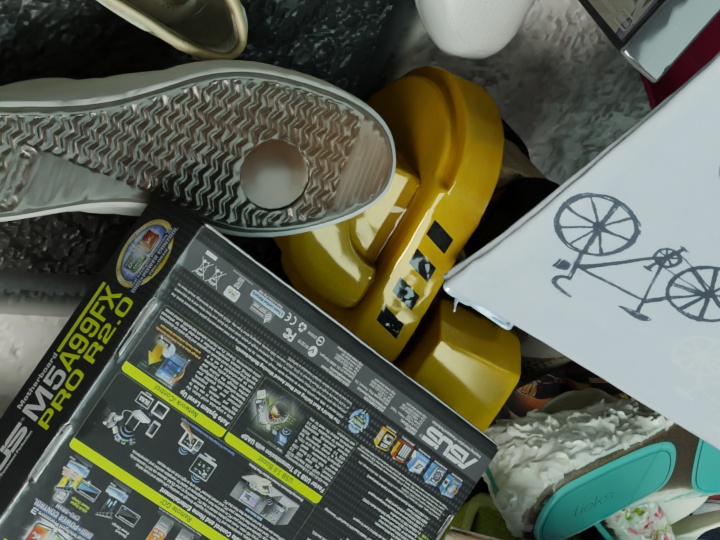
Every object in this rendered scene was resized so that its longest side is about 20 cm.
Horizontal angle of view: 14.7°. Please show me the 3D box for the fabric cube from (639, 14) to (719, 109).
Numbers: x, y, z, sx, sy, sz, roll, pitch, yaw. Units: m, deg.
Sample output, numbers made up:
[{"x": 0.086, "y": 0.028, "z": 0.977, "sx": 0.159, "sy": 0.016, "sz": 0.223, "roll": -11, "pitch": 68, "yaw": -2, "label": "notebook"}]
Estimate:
[{"x": 0.265, "y": -0.075, "z": 1.326, "sx": 0.196, "sy": 0.199, "sz": 0.200, "roll": -34, "pitch": 135, "yaw": -6, "label": "fabric cube"}]

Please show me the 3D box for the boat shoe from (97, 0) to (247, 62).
[{"x": -0.110, "y": -0.155, "z": 1.117, "sx": 0.073, "sy": 0.063, "sz": 0.200, "roll": -45, "pitch": 135, "yaw": 7, "label": "boat shoe"}]

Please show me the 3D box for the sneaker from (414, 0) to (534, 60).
[{"x": 0.080, "y": -0.173, "z": 1.215, "sx": 0.070, "sy": 0.080, "sz": 0.201, "roll": 0, "pitch": 126, "yaw": -34, "label": "sneaker"}]

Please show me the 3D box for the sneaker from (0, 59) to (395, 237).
[{"x": -0.087, "y": -0.057, "z": 1.181, "sx": 0.199, "sy": 0.085, "sz": 0.073, "roll": 2, "pitch": 101, "yaw": -10, "label": "sneaker"}]

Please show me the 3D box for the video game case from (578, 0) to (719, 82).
[{"x": 0.161, "y": -0.175, "z": 1.190, "sx": 0.025, "sy": 0.200, "sz": 0.181, "roll": 40, "pitch": 100, "yaw": -15, "label": "video game case"}]

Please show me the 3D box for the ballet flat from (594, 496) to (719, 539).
[{"x": 0.155, "y": 0.128, "z": 1.402, "sx": 0.064, "sy": 0.076, "sz": 0.200, "roll": -30, "pitch": 125, "yaw": 7, "label": "ballet flat"}]

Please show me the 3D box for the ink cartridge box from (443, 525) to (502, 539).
[{"x": 0.077, "y": 0.214, "z": 1.283, "sx": 0.200, "sy": 0.075, "sz": 0.166, "roll": 28, "pitch": 77, "yaw": -69, "label": "ink cartridge box"}]

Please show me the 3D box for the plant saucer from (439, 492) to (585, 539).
[{"x": 0.071, "y": 0.229, "z": 1.416, "sx": 0.199, "sy": 0.048, "sz": 0.201, "roll": 28, "pitch": 76, "yaw": -44, "label": "plant saucer"}]

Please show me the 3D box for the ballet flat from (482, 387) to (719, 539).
[{"x": 0.138, "y": 0.073, "z": 1.317, "sx": 0.199, "sy": 0.072, "sz": 0.072, "roll": -11, "pitch": 130, "yaw": -35, "label": "ballet flat"}]

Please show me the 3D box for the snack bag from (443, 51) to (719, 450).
[{"x": 0.165, "y": -0.002, "z": 1.198, "sx": 0.188, "sy": 0.021, "sz": 0.200, "roll": 30, "pitch": 132, "yaw": -24, "label": "snack bag"}]

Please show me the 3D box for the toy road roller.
[{"x": 0.000, "y": 0.000, "z": 1.277, "sx": 0.146, "sy": 0.123, "sz": 0.201, "roll": 23, "pitch": 106, "yaw": -29, "label": "toy road roller"}]

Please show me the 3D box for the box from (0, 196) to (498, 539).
[{"x": -0.055, "y": 0.087, "z": 1.171, "sx": 0.200, "sy": 0.044, "sz": 0.161, "roll": 37, "pitch": 86, "yaw": -37, "label": "box"}]

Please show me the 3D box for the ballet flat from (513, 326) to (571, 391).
[{"x": 0.074, "y": 0.031, "z": 1.350, "sx": 0.046, "sy": 0.068, "sz": 0.200, "roll": -3, "pitch": 152, "yaw": -47, "label": "ballet flat"}]

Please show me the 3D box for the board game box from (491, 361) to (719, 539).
[{"x": 0.134, "y": 0.073, "z": 1.419, "sx": 0.135, "sy": 0.035, "sz": 0.201, "roll": 6, "pitch": 133, "yaw": 15, "label": "board game box"}]
